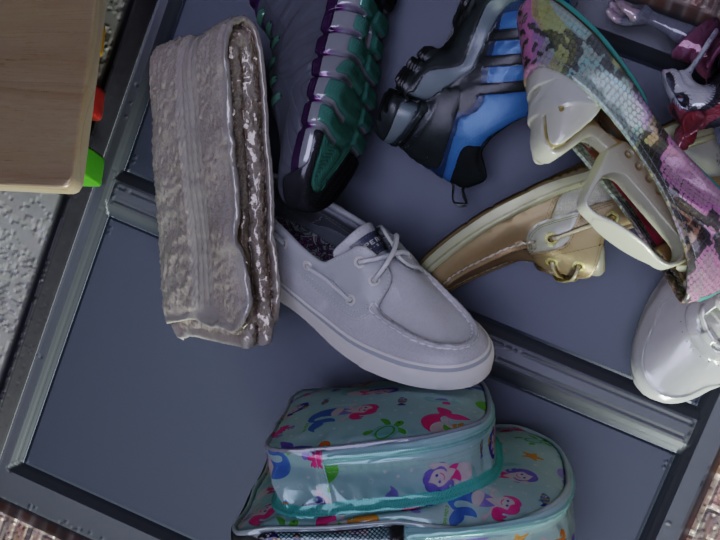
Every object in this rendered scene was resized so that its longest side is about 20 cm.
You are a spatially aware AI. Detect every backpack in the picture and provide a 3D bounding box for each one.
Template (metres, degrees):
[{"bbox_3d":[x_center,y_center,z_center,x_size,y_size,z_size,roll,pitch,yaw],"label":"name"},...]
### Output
[{"bbox_3d":[0.032,0.146,0.759,0.200,0.178,0.151,2,101,7],"label":"backpack"}]

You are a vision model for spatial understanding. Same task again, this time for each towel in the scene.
[{"bbox_3d":[-0.098,-0.053,0.797,0.034,0.132,0.200,-6,94,-32],"label":"towel"}]

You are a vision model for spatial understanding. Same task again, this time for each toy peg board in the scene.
[{"bbox_3d":[-0.257,-0.145,0.841,0.200,0.098,0.200,3,80,10],"label":"toy peg board"}]

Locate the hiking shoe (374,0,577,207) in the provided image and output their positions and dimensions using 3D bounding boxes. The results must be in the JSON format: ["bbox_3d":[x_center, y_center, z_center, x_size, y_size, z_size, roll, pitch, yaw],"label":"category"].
[{"bbox_3d":[0.098,-0.141,0.781,0.087,0.074,0.200,39,106,-13],"label":"hiking shoe"}]

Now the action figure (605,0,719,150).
[{"bbox_3d":[0.246,-0.146,0.730,0.149,0.134,0.200,34,91,-21],"label":"action figure"}]

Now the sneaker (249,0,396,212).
[{"bbox_3d":[-0.035,-0.132,0.789,0.087,0.074,0.200,9,72,21],"label":"sneaker"}]

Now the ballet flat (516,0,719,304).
[{"bbox_3d":[0.142,-0.065,0.706,0.071,0.069,0.200,-39,88,-16],"label":"ballet flat"}]

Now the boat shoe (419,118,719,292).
[{"bbox_3d":[0.134,-0.027,0.774,0.200,0.074,0.066,-26,85,12],"label":"boat shoe"}]

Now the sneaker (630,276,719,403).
[{"bbox_3d":[0.239,0.007,0.743,0.200,0.099,0.078,-45,86,12],"label":"sneaker"}]

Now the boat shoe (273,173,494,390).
[{"bbox_3d":[0.000,0.000,0.777,0.200,0.072,0.069,37,140,31],"label":"boat shoe"}]
